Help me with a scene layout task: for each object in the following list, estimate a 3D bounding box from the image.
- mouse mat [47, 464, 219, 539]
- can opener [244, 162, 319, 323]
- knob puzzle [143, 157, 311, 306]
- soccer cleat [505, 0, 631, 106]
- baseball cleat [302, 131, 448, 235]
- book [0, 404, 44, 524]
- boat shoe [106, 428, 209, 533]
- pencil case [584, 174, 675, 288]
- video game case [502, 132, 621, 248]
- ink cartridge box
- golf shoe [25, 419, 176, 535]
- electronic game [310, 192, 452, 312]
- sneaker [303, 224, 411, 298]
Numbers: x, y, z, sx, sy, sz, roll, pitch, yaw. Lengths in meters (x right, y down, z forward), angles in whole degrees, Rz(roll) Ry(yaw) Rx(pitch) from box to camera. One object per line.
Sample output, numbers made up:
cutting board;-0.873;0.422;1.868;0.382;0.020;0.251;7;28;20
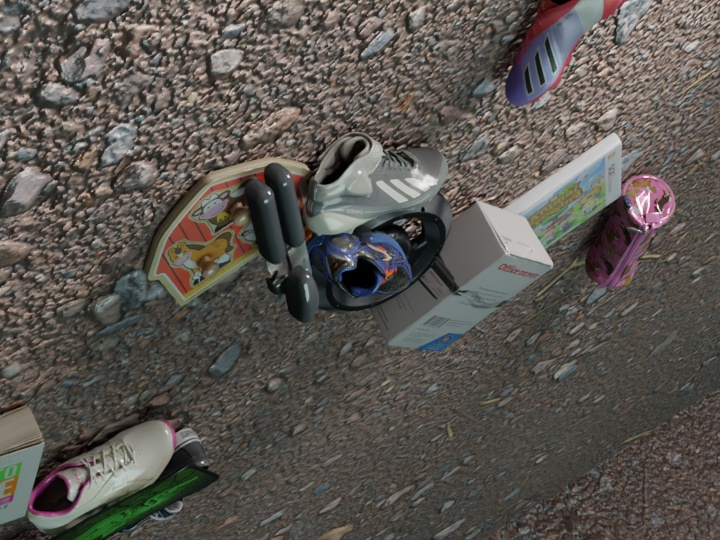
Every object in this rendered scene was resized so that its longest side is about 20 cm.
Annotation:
mouse mat;-0.273;0.290;1.818;0.198;0.008;0.161;-27;165;2
can opener;-0.071;-0.028;1.500;0.053;0.066;0.201;-43;148;-22
knob puzzle;-0.129;-0.042;1.500;0.218;0.031;0.220;-30;157;-14
soccer cleat;0.200;-0.251;1.537;0.076;0.067;0.200;19;135;-26
baseball cleat;0.025;-0.104;1.551;0.199;0.069;0.107;-31;144;-37
book;-0.422;0.233;1.618;0.132;0.048;0.201;-19;155;-28
boat shoe;-0.260;0.291;1.930;0.200;0.068;0.071;-47;155;26
pencil case;0.390;-0.053;2.167;0.086;0.083;0.201;-34;161;-26
video game case;0.267;-0.086;2.004;0.199;0.022;0.182;-34;158;-3
ink cartridge box;0.124;0.011;1.878;0.199;0.085;0.144;-38;157;22
golf shoe;-0.305;0.241;1.748;0.199;0.076;0.092;-35;165;-5
electronic game;0.021;-0.023;1.743;0.198;0.042;0.201;-25;148;-17
sneaker;0.000;0.000;1.632;0.075;0.079;0.199;-43;151;17
